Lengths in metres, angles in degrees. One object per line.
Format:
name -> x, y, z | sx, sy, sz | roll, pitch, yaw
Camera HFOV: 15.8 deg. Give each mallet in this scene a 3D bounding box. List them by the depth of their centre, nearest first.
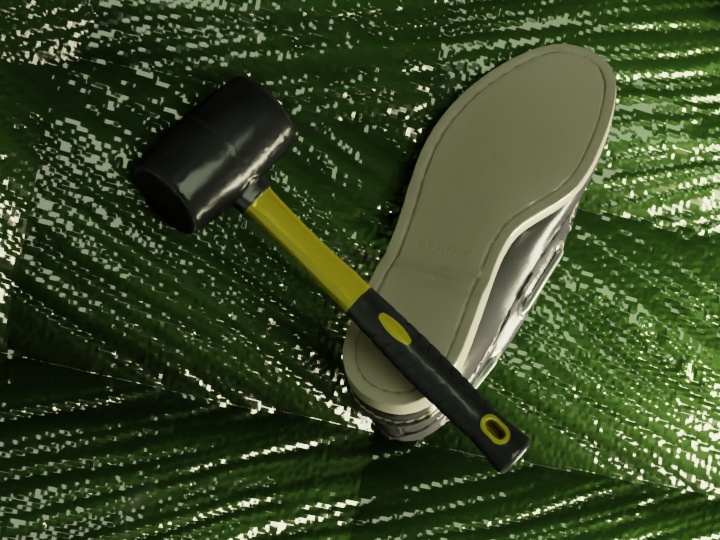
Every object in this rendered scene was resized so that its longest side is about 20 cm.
mallet -> 0.000, 0.000, 1.077 | 0.200, 0.041, 0.066 | 38, 69, 0

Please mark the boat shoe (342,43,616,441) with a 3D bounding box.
boat shoe -> 0.053, -0.012, 1.148 | 0.201, 0.072, 0.063 | -59, 159, -23
